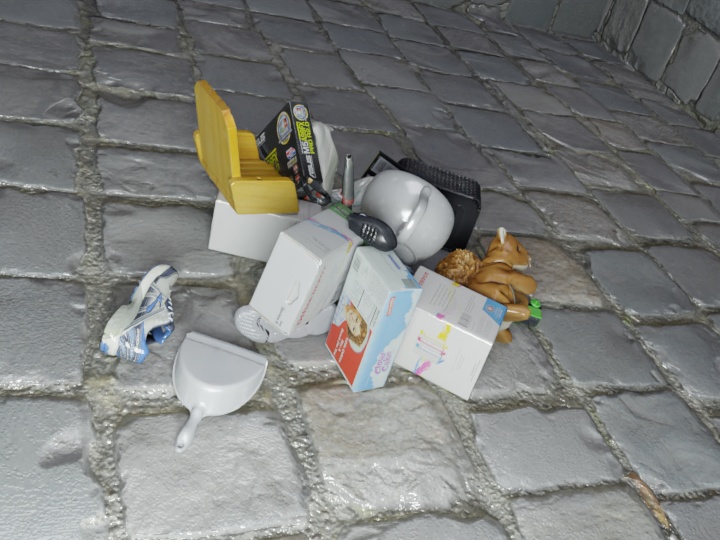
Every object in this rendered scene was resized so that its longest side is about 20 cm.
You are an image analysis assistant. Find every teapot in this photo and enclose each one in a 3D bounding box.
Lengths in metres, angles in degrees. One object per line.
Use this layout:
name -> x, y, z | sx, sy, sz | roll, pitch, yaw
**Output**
teapot -> 0.073, -0.079, 1.426 | 0.194, 0.201, 0.148 | 15, 66, 36

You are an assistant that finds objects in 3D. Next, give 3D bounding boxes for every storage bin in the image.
storage bin -> 0.155, -0.142, 1.674 | 0.195, 0.138, 0.095 | 17, 32, -3

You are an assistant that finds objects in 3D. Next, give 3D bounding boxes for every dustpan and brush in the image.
dustpan and brush -> -0.224, 0.179, 1.107 | 0.136, 0.058, 0.201 | 18, 26, 1

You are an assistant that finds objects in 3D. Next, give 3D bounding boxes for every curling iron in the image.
curling iron -> -0.025, -0.132, 1.278 | 0.025, 0.201, 0.051 | -14, 67, -8

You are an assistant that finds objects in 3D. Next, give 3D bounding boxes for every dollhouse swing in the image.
dollhouse swing -> -0.203, -0.231, 1.389 | 0.178, 0.180, 0.200 | -5, 35, -32

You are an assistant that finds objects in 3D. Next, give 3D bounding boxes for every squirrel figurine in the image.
squirrel figurine -> 0.232, 0.011, 1.442 | 0.194, 0.142, 0.191 | 12, 65, 8

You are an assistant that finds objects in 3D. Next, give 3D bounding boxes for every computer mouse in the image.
computer mouse -> -0.018, -0.098, 1.229 | 0.198, 0.035, 0.058 | 37, 30, 14

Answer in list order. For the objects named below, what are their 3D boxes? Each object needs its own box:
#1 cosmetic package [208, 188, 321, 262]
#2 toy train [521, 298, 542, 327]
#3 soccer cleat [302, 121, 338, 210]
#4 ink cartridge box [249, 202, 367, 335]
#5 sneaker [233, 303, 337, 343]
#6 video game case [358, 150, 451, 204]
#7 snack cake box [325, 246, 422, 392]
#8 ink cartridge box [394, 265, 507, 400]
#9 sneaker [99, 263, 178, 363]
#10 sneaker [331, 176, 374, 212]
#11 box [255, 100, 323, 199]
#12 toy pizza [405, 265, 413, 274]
cosmetic package -> -0.179, -0.083, 1.445 | 0.195, 0.110, 0.086 | 15, 32, -9
toy train -> 0.270, 0.064, 1.531 | 0.195, 0.042, 0.057 | 16, 44, -4
soccer cleat -> -0.073, -0.190, 1.513 | 0.076, 0.206, 0.068 | -4, 0, -42
ink cartridge box -> -0.073, -0.007, 1.224 | 0.086, 0.147, 0.200 | 33, 29, 11
sneaker -> -0.138, 0.056, 1.300 | 0.196, 0.076, 0.115 | -1, 37, -37
video game case -> 0.058, -0.119, 1.573 | 0.199, 0.182, 0.025 | 38, 1, 27
snack cake box -> 0.017, 0.077, 1.229 | 0.066, 0.204, 0.116 | -4, 39, -33
ink cartridge box -> 0.132, 0.099, 1.327 | 0.196, 0.128, 0.129 | 25, 33, 11
sneaker -> -0.323, 0.072, 1.194 | 0.084, 0.078, 0.202 | 28, 40, -4
sneaker -> -0.042, -0.125, 1.561 | 0.070, 0.195, 0.082 | 29, 46, -73
box -> -0.149, -0.214, 1.514 | 0.043, 0.199, 0.165 | -5, 78, -32
toy pizza -> 0.000, 0.000, 1.407 | 0.194, 0.033, 0.200 | 8, -7, 1
